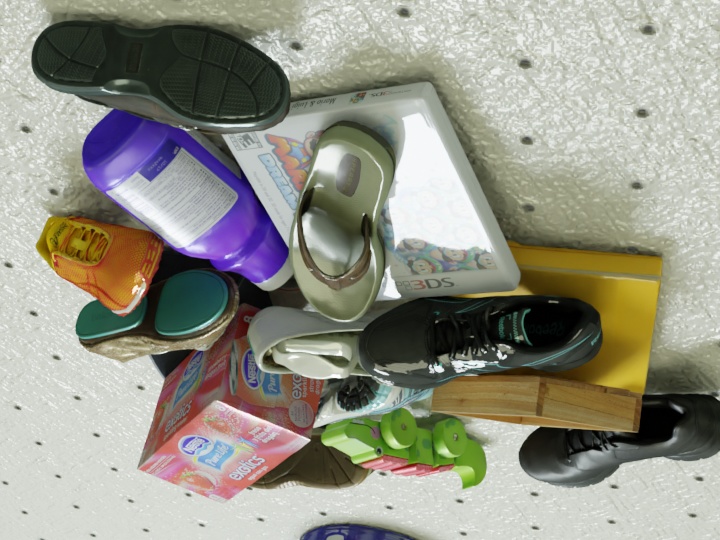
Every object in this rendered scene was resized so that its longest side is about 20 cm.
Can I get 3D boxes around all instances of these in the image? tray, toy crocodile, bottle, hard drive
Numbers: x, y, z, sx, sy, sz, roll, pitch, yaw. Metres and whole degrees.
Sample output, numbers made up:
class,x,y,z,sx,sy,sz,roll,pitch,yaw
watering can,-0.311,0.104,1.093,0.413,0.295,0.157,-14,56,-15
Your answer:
class,x,y,z,sx,sy,sz,roll,pitch,yaw
tray,0.148,0.114,1.297,0.098,0.037,0.200,11,171,-21
toy crocodile,0.045,0.175,1.458,0.067,0.062,0.199,-20,155,39
bottle,-0.128,-0.055,1.191,0.083,0.066,0.200,-37,128,17
hard drive,-0.144,0.055,1.391,0.134,0.043,0.201,6,146,11

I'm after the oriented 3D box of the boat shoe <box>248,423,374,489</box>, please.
class,x,y,z,sx,sy,sz,roll,pitch,yaw
boat shoe,-0.064,0.190,1.539,0.199,0.074,0.065,7,-177,34

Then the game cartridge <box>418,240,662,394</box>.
class,x,y,z,sx,sy,sz,roll,pitch,yaw
game cartridge,0.149,0.038,1.265,0.198,0.033,0.177,8,145,10

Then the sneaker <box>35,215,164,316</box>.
class,x,y,z,sx,sy,sz,roll,pitch,yaw
sneaker,-0.222,-0.009,1.247,0.077,0.074,0.199,28,167,-28

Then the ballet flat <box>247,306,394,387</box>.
class,x,y,z,sx,sy,sz,roll,pitch,yaw
ballet flat,0.004,0.068,1.243,0.198,0.070,0.070,3,147,0

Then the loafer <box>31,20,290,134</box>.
class,x,y,z,sx,sy,sz,roll,pitch,yaw
loafer,-0.139,-0.139,1.091,0.198,0.072,0.063,13,168,13

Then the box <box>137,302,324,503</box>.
class,x,y,z,sx,sy,sz,roll,pitch,yaw
box,-0.116,0.123,1.352,0.094,0.103,0.200,25,147,-17

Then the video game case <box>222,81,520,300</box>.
class,x,y,z,sx,sy,sz,roll,pitch,yaw
video game case,0.009,-0.053,1.159,0.181,0.024,0.201,-4,133,30

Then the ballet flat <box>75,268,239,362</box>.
class,x,y,z,sx,sy,sz,roll,pitch,yaw
ballet flat,-0.161,0.042,1.289,0.199,0.071,0.065,-7,150,41

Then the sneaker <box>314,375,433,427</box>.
class,x,y,z,sx,sy,sz,roll,pitch,yaw
sneaker,-0.004,0.110,1.380,0.086,0.078,0.199,7,171,-31

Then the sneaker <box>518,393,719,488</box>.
class,x,y,z,sx,sy,sz,roll,pitch,yaw
sneaker,0.225,0.144,1.346,0.199,0.077,0.091,-21,156,29

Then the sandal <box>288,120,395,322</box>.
class,x,y,z,sx,sy,sz,roll,pitch,yaw
sandal,-0.021,-0.028,1.136,0.079,0.058,0.202,16,141,8

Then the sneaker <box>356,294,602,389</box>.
class,x,y,z,sx,sy,sz,roll,pitch,yaw
sneaker,0.094,0.046,1.179,0.198,0.076,0.079,-8,166,1

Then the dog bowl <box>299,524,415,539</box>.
class,x,y,z,sx,sy,sz,roll,pitch,yaw
dog bowl,0.011,0.384,1.795,0.198,0.079,0.201,9,147,6

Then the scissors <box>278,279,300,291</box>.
class,x,y,z,sx,sy,sz,roll,pitch,yaw
scissors,0.000,0.000,1.282,0.198,0.014,0.073,4,146,15
